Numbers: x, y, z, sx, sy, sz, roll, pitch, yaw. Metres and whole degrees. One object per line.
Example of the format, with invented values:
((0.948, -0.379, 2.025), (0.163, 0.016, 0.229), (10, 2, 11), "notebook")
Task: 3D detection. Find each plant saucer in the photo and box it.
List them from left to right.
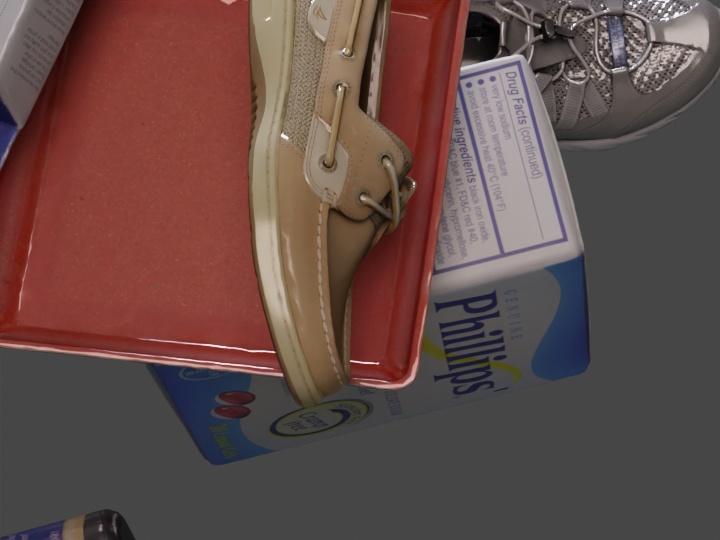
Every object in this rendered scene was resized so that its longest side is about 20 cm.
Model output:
((-0.060, -0.048, 1.232), (0.199, 0.037, 0.200), (6, 71, 7), "plant saucer")

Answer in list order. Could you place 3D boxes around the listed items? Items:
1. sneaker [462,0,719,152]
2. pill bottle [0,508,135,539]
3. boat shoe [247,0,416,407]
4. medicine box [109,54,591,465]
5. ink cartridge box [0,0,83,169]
((0.086, -0.100, 1.405), (0.199, 0.082, 0.075), (-13, 70, 1), "sneaker")
((-0.193, 0.189, 1.317), (0.199, 0.112, 0.112), (-15, 70, 0), "pill bottle")
((-0.011, -0.042, 1.169), (0.064, 0.071, 0.201), (-4, 69, 5), "boat shoe")
((0.000, 0.000, 1.326), (0.199, 0.182, 0.103), (-14, 71, 1), "medicine box")
((-0.208, -0.143, 1.265), (0.196, 0.043, 0.200), (18, 77, 31), "ink cartridge box")
